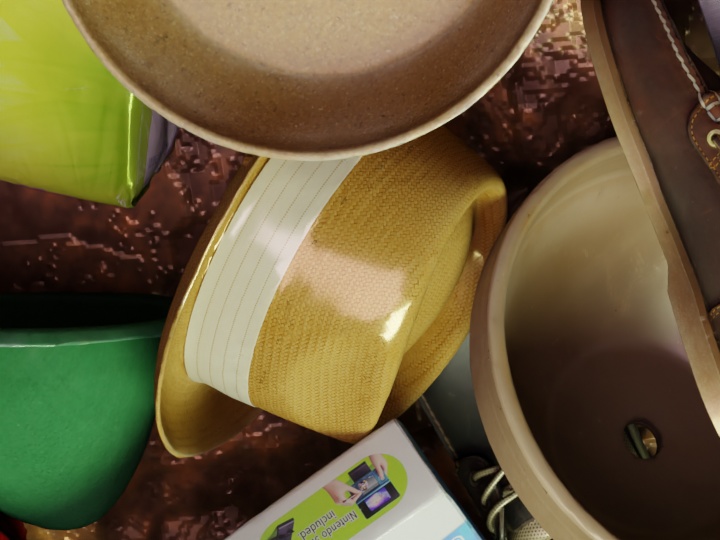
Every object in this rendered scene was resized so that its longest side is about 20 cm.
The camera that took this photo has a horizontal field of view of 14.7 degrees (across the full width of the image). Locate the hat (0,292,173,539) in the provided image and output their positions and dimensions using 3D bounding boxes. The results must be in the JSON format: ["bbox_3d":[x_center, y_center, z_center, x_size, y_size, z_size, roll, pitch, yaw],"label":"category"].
[{"bbox_3d":[-0.135,0.102,1.162,0.165,0.200,0.177,4,96,33],"label":"hat"}]

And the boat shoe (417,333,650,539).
[{"bbox_3d":[0.085,0.087,1.173,0.074,0.073,0.200,-38,98,22],"label":"boat shoe"}]

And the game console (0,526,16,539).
[{"bbox_3d":[-0.221,0.117,1.215,0.177,0.031,0.200,42,151,-4],"label":"game console"}]

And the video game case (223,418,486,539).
[{"bbox_3d":[-0.018,0.169,1.146,0.181,0.046,0.200,-35,144,0],"label":"video game case"}]

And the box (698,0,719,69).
[{"bbox_3d":[0.190,-0.177,1.067,0.158,0.048,0.201,-15,106,16],"label":"box"}]

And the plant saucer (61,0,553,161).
[{"bbox_3d":[-0.018,-0.141,0.989,0.199,0.035,0.201,3,102,14],"label":"plant saucer"}]

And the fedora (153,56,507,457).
[{"bbox_3d":[0.000,0.000,1.092,0.082,0.200,0.201,32,114,16],"label":"fedora"}]

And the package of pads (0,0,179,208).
[{"bbox_3d":[-0.139,-0.135,1.141,0.154,0.068,0.201,12,112,8],"label":"package of pads"}]

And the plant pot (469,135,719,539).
[{"bbox_3d":[0.129,0.052,1.116,0.200,0.201,0.093,33,150,-2],"label":"plant pot"}]

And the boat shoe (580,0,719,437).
[{"bbox_3d":[0.141,-0.029,1.052,0.070,0.070,0.201,-25,67,16],"label":"boat shoe"}]
